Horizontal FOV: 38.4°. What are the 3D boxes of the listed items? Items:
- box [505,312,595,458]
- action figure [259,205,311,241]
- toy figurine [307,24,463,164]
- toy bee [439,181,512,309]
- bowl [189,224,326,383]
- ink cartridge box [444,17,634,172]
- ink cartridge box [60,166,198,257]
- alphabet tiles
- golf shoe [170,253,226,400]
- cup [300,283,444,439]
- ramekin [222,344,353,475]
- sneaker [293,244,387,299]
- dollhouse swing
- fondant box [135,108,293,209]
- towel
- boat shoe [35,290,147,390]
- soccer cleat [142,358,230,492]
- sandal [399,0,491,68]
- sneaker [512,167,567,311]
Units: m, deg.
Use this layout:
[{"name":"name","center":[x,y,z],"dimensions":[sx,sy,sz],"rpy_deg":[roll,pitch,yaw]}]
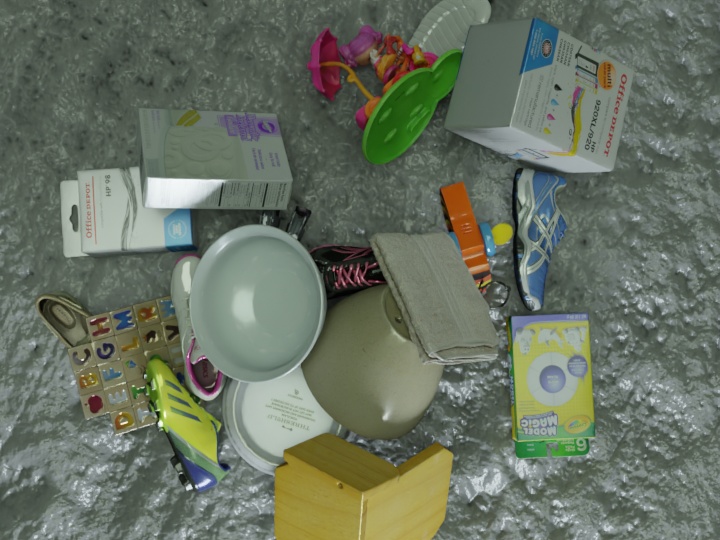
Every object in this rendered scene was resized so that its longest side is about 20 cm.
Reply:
[{"name":"box","center":[0.270,0.164,1.466],"dimensions":[0.115,0.048,0.205],"rpy_deg":[-3,88,-1]},{"name":"action figure","center":[-0.134,0.001,1.458],"dimensions":[0.128,0.069,0.204],"rpy_deg":[17,89,-5]},{"name":"toy figurine","center":[0.015,-0.281,1.443],"dimensions":[0.200,0.151,0.184],"rpy_deg":[-44,66,-9]},{"name":"toy bee","center":[0.149,-0.016,1.458],"dimensions":[0.128,0.109,0.204],"rpy_deg":[3,62,7]},{"name":"bowl","center":[-0.120,0.044,1.363],"dimensions":[0.197,0.090,0.206],"rpy_deg":[-1,89,24]},{"name":"ink cartridge box","center":[0.244,-0.232,1.402],"dimensions":[0.197,0.144,0.150],"rpy_deg":[16,87,-33]},{"name":"ink cartridge box","center":[-0.332,-0.082,1.457],"dimensions":[0.195,0.067,0.119],"rpy_deg":[-4,87,-2]},{"name":"alphabet tiles","center":[-0.298,0.130,1.437],"dimensions":[0.196,0.006,0.170],"rpy_deg":[-15,100,-19]},{"name":"golf shoe","center":[-0.215,0.079,1.411],"dimensions":[0.074,0.091,0.205],"rpy_deg":[-11,97,-10]},{"name":"cup","center":[0.036,0.098,1.367],"dimensions":[0.199,0.201,0.144],"rpy_deg":[38,131,1]},{"name":"ramekin","center":[-0.098,0.188,1.432],"dimensions":[0.198,0.094,0.207],"rpy_deg":[0,86,-1]},{"name":"sneaker","center":[0.000,0.000,1.423],"dimensions":[0.196,0.095,0.081],"rpy_deg":[-11,98,-19]},{"name":"dollhouse swing","center":[0.004,0.305,1.409],"dimensions":[0.179,0.175,0.203],"rpy_deg":[22,128,26]},{"name":"fondant box","center":[-0.201,-0.152,1.406],"dimensions":[0.196,0.059,0.146],"rpy_deg":[0,46,-19]},{"name":"towel","center":[0.098,0.031,1.337],"dimensions":[0.131,0.035,0.202],"rpy_deg":[-1,54,-38]},{"name":"boat shoe","center":[-0.373,0.102,1.446],"dimensions":[0.199,0.065,0.072],"rpy_deg":[40,87,1]},{"name":"soccer cleat","center":[-0.240,0.208,1.430],"dimensions":[0.083,0.064,0.204],"rpy_deg":[-24,106,-19]},{"name":"sandal","center":[0.108,-0.317,1.493],"dimensions":[0.083,0.050,0.203],"rpy_deg":[45,100,13]},{"name":"sneaker","center":[0.254,-0.044,1.463],"dimensions":[0.075,0.076,0.205],"rpy_deg":[1,88,3]}]
